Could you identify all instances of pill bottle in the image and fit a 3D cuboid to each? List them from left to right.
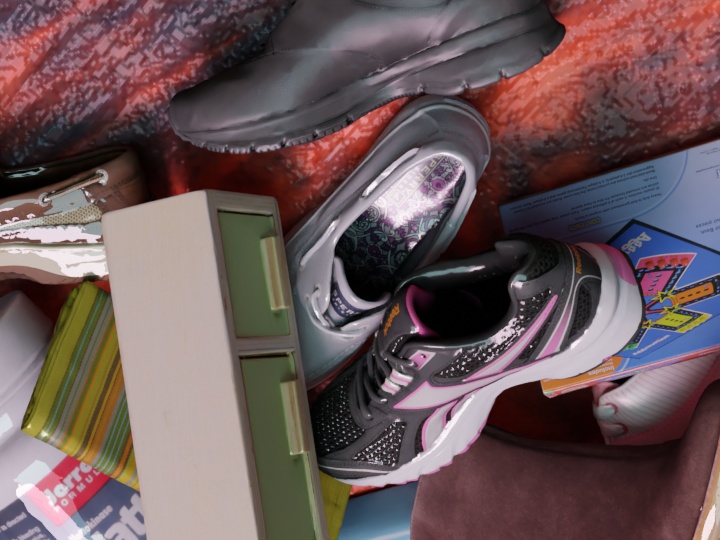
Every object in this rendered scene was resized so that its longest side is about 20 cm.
[{"bbox_3d":[-0.152,0.114,0.833,0.119,0.120,0.200,-35,107,20],"label":"pill bottle"}]

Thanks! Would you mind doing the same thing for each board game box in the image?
[{"bbox_3d":[0.176,-0.012,0.761,0.198,0.019,0.104,-16,74,14],"label":"board game box"}]

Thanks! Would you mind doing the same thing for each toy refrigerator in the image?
[{"bbox_3d":[-0.067,0.065,0.756,0.069,0.076,0.202,-12,84,24],"label":"toy refrigerator"}]

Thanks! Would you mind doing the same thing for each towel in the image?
[{"bbox_3d":[-0.085,0.091,0.811,0.199,0.087,0.018,35,148,-28],"label":"towel"}]

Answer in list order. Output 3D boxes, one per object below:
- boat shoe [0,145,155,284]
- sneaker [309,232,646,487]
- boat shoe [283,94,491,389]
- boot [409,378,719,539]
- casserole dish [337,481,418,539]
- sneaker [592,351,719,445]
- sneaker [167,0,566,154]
[{"bbox_3d":[-0.208,-0.034,0.800,0.200,0.075,0.076,-6,113,-4],"label":"boat shoe"},{"bbox_3d":[0.035,0.035,0.749,0.200,0.081,0.086,-38,139,28],"label":"sneaker"},{"bbox_3d":[0.000,0.000,0.789,0.072,0.069,0.200,38,116,-13],"label":"boat shoe"},{"bbox_3d":[0.106,0.108,0.759,0.165,0.072,0.201,27,128,22],"label":"boot"},{"bbox_3d":[0.014,0.193,0.898,0.198,0.039,0.122,-18,113,13],"label":"casserole dish"},{"bbox_3d":[0.152,0.104,0.821,0.104,0.075,0.201,28,112,-5],"label":"sneaker"},{"bbox_3d":[-0.005,-0.117,0.743,0.198,0.076,0.091,-18,103,7],"label":"sneaker"}]
